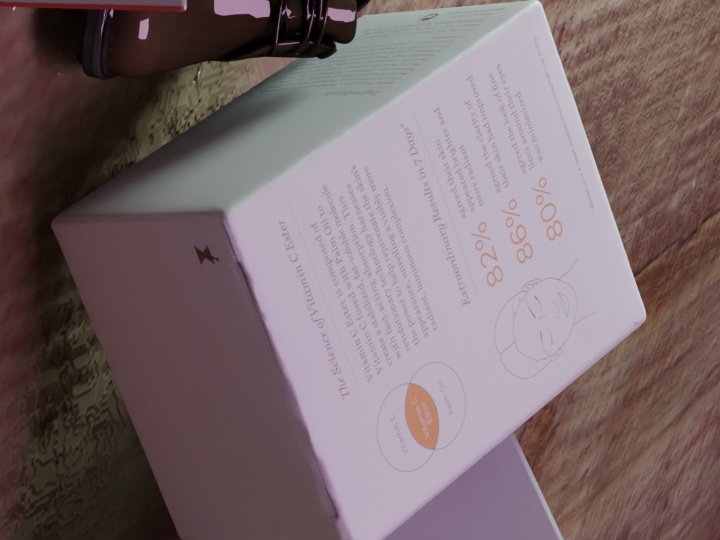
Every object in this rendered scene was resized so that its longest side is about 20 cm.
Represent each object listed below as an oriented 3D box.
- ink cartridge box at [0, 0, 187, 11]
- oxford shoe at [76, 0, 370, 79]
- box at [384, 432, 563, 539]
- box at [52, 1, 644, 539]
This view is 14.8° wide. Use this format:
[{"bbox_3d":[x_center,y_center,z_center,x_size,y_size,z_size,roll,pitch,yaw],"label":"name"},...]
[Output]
[{"bbox_3d":[-0.083,-0.164,0.820,0.050,0.109,0.200,53,42,-70],"label":"ink cartridge box"},{"bbox_3d":[-0.045,-0.116,1.102,0.200,0.084,0.073,-36,143,-58],"label":"oxford shoe"},{"bbox_3d":[-0.004,0.151,1.226,0.152,0.107,0.200,-26,-177,-15],"label":"box"},{"bbox_3d":[0.000,0.000,1.133,0.200,0.106,0.153,-35,114,-38],"label":"box"}]
